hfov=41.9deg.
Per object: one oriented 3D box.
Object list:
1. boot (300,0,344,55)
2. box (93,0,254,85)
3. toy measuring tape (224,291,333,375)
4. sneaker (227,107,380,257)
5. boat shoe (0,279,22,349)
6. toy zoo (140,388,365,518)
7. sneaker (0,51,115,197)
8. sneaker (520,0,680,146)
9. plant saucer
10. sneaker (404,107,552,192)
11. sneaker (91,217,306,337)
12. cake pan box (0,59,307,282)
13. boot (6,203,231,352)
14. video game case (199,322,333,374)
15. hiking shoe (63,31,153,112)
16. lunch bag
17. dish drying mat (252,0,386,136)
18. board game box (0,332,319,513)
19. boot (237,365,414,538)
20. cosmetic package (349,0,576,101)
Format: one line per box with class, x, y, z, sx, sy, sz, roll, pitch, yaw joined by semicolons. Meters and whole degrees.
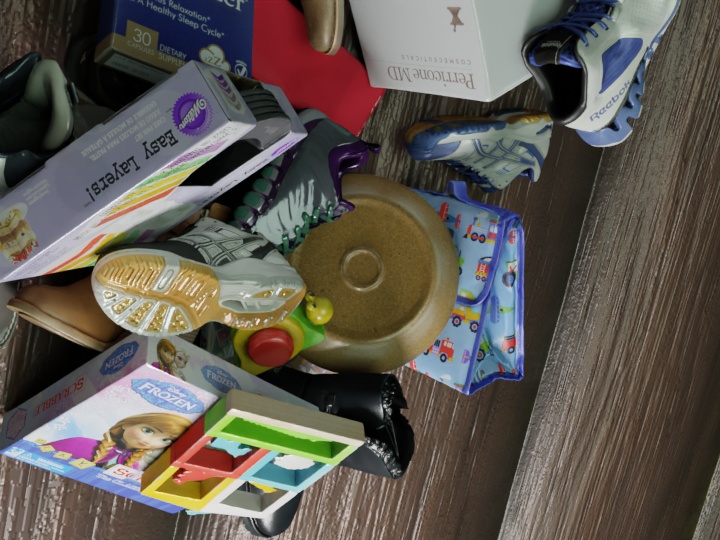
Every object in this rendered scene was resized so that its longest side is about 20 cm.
boot;-0.060;-0.287;0.823;0.075;0.074;0.201;-16;108;-19
box;-0.139;-0.234;0.735;0.121;0.032;0.201;15;64;-38
toy measuring tape;-0.118;0.066;0.862;0.199;0.074;0.074;-25;126;12
sneaker;-0.060;-0.050;0.861;0.201;0.087;0.074;-63;169;-7
boat shoe;-0.301;-0.023;0.738;0.071;0.060;0.202;-13;114;-33
toy zoo;-0.105;0.173;0.827;0.131;0.021;0.200;21;135;-30
sneaker;-0.211;-0.098;0.658;0.199;0.129;0.080;-18;84;-53
sneaker;0.205;-0.209;0.813;0.115;0.080;0.200;-1;107;-44
plant saucer;0.000;0.000;0.909;0.199;0.035;0.201;1;81;-4
sneaker;0.133;-0.123;1.015;0.199;0.075;0.089;-10;113;-33
sneaker;-0.136;-0.001;0.749;0.076;0.088;0.200;-47;149;23
cake pan box;-0.143;-0.070;0.660;0.200;0.184;0.052;-32;90;12
boot;-0.199;-0.010;0.807;0.200;0.073;0.155;21;88;-58
video game case;-0.075;0.097;0.975;0.199;0.023;0.183;-5;109;-35
hiking shoe;-0.145;-0.131;0.788;0.199;0.101;0.076;18;96;-39
lunch bag;0.098;0.005;0.985;0.094;0.150;0.201;-9;110;-41
dish drying mat;-0.059;-0.196;0.883;0.200;0.018;0.077;33;86;-40
board game box;-0.174;0.140;0.828;0.199;0.041;0.200;-31;136;29
boot;-0.034;0.185;0.911;0.076;0.167;0.201;-36;129;-60
cosmetic package;0.095;-0.285;0.859;0.166;0.167;0.201;-34;123;-29
